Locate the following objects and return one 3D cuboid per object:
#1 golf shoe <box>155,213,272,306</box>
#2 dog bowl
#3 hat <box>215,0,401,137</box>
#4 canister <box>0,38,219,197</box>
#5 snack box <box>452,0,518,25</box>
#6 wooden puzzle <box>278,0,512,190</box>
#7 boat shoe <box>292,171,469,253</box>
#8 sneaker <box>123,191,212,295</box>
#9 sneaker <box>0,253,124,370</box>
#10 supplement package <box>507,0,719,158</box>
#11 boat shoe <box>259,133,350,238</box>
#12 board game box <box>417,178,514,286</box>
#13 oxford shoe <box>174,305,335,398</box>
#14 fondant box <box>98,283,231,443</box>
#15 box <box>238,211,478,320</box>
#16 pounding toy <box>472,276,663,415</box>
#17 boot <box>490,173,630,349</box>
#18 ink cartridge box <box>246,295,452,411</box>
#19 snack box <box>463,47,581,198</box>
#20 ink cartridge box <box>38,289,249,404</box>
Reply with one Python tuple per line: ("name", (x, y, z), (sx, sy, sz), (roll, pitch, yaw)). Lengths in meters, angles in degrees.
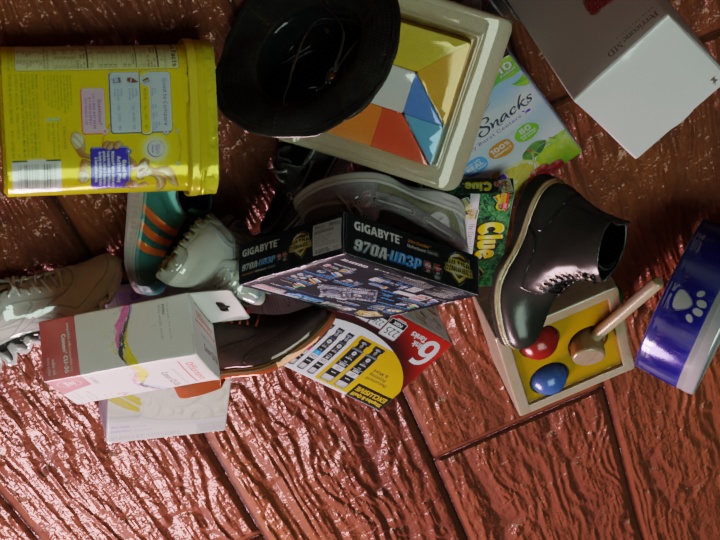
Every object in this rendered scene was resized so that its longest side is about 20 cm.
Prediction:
("golf shoe", (-0.136, -0.004, 1.507), (0.078, 0.097, 0.200), (-51, 171, 17))
("dog bowl", (0.407, 0.043, 1.757), (0.078, 0.200, 0.201), (25, 131, 15))
("hat", (-0.036, -0.194, 1.383), (0.200, 0.201, 0.081), (-35, 146, 12))
("canister", (-0.239, -0.143, 1.383), (0.198, 0.087, 0.150), (-3, 94, -15))
("snack box", (0.078, -0.291, 1.443), (0.072, 0.024, 0.200), (-35, 134, 15))
("wooden puzzle", (0.032, -0.186, 1.445), (0.199, 0.037, 0.186), (15, 111, -6))
("boat shoe", (0.026, -0.051, 1.510), (0.201, 0.065, 0.074), (11, 144, -32))
("sneaker", (-0.196, -0.050, 1.510), (0.079, 0.072, 0.201), (12, 129, 5))
("sneaker", (-0.344, 0.034, 1.551), (0.199, 0.075, 0.081), (-29, 126, 6))
("supplement package", (0.247, -0.234, 1.438), (0.121, 0.201, 0.120), (-42, 132, 17))
("boat shoe", (-0.060, -0.110, 1.535), (0.071, 0.072, 0.201), (24, 108, -27))
("board game box", (0.112, -0.039, 1.636), (0.104, 0.024, 0.200), (-4, 149, -2))
("oxford shoe", (-0.124, 0.072, 1.576), (0.199, 0.071, 0.073), (-23, 107, 10))
("fondant box", (-0.221, 0.103, 1.666), (0.143, 0.058, 0.201), (-5, 131, -17))
("box", (0.000, 0.000, 1.495), (0.199, 0.046, 0.158), (16, 158, -42))
("pounding toy", (0.255, 0.063, 1.752), (0.199, 0.143, 0.185), (-23, 135, 0))
("boot", (0.216, 0.012, 1.586), (0.077, 0.138, 0.201), (-7, 115, -33))
("ink cartridge box", (-0.027, 0.078, 1.699), (0.199, 0.084, 0.176), (28, 117, -38))
("snack box", (0.133, -0.150, 1.559), (0.142, 0.053, 0.200), (-35, 141, 11))
("ink cartridge box", (-0.216, 0.079, 1.503), (0.198, 0.068, 0.117), (-11, 163, 4))
